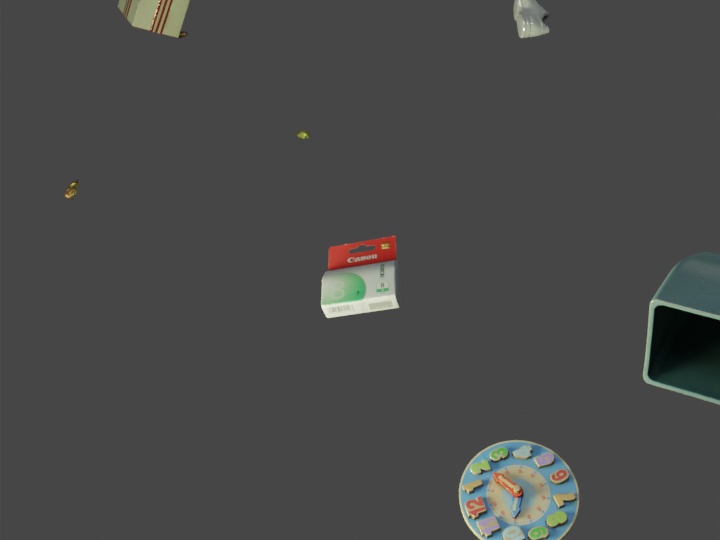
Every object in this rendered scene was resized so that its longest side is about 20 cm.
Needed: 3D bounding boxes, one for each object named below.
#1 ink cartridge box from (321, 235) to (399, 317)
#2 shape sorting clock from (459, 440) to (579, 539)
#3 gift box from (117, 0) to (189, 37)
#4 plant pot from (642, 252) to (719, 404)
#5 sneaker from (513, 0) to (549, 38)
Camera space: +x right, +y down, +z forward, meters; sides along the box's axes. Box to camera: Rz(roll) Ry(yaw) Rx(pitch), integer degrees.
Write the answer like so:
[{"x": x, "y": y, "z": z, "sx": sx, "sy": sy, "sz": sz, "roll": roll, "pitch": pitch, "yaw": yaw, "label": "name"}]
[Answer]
[{"x": 0.000, "y": 0.000, "z": 1.799, "sx": 0.158, "sy": 0.050, "sz": 0.203, "roll": -9, "pitch": 50, "yaw": 10, "label": "ink cartridge box"}, {"x": 0.260, "y": 0.368, "z": 1.402, "sx": 0.196, "sy": 0.040, "sz": 0.203, "roll": -9, "pitch": 49, "yaw": 10, "label": "shape sorting clock"}, {"x": -0.636, "y": -0.852, "z": 2.599, "sx": 0.182, "sy": 0.189, "sz": 0.200, "roll": 1, "pitch": 36, "yaw": -43, "label": "gift box"}, {"x": 0.609, "y": 0.082, "z": 1.448, "sx": 0.193, "sy": 0.199, "sz": 0.201, "roll": 14, "pitch": 45, "yaw": 27, "label": "plant pot"}, {"x": 0.454, "y": -0.685, "z": 2.247, "sx": 0.087, "sy": 0.076, "sz": 0.203, "roll": 0, "pitch": 55, "yaw": 0, "label": "sneaker"}]
